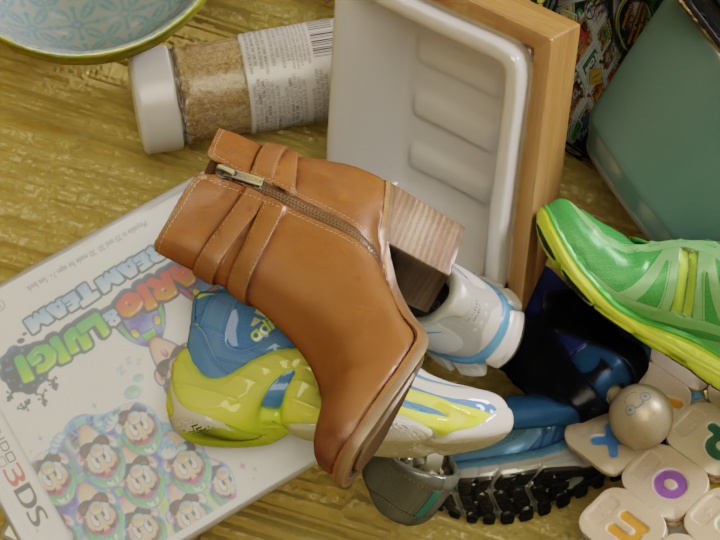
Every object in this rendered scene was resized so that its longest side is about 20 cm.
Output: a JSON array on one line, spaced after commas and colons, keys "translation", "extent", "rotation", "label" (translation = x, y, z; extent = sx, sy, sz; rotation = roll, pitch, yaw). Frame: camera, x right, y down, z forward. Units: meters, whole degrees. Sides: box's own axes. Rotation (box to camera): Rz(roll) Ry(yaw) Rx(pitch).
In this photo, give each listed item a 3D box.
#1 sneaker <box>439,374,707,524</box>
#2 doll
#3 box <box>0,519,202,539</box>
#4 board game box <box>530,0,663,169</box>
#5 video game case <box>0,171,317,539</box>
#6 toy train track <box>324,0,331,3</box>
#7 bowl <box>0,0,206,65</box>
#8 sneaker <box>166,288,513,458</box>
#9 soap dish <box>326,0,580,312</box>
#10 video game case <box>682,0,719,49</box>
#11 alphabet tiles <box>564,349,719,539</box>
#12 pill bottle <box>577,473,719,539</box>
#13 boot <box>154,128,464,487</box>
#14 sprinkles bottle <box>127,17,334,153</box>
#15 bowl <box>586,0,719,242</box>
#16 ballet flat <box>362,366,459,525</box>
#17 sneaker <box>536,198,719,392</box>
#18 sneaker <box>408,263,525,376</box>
[{"translation": [0.124, 0.100, 1.220], "extent": [0.198, 0.079, 0.091], "rotation": [-16, 60, -8], "label": "sneaker"}, {"translation": [0.117, 0.049, 1.182], "extent": [0.136, 0.049, 0.200], "rotation": [-38, 55, -18], "label": "doll"}, {"translation": [-0.127, 0.100, 1.161], "extent": [0.108, 0.128, 0.201], "rotation": [26, 79, 0], "label": "box"}, {"translation": [0.161, -0.180, 1.261], "extent": [0.104, 0.023, 0.202], "rotation": [29, 75, -34], "label": "board game box"}, {"translation": [-0.130, 0.069, 1.088], "extent": [0.199, 0.024, 0.183], "rotation": [-29, 85, -11], "label": "video game case"}, {"translation": [-0.057, -0.270, 1.223], "extent": [0.032, 0.115, 0.201], "rotation": [-26, 109, 16], "label": "toy train track"}, {"translation": [-0.178, -0.218, 1.226], "extent": [0.198, 0.108, 0.202], "rotation": [1, 78, -4], "label": "bowl"}, {"translation": [-0.009, 0.048, 1.060], "extent": [0.198, 0.076, 0.106], "rotation": [4, 75, -14], "label": "sneaker"}, {"translation": [0.056, -0.090, 1.158], "extent": [0.157, 0.202, 0.081], "rotation": [29, 44, 30], "label": "soap dish"}, {"translation": [0.246, -0.163, 1.195], "extent": [0.025, 0.200, 0.181], "rotation": [-35, 98, 23], "label": "video game case"}, {"translation": [0.229, 0.117, 1.136], "extent": [0.200, 0.015, 0.195], "rotation": [-41, 53, -20], "label": "alphabet tiles"}, {"translation": [0.242, 0.157, 1.185], "extent": [0.199, 0.112, 0.113], "rotation": [-29, 83, -9], "label": "pill bottle"}, {"translation": [-0.039, 0.015, 0.999], "extent": [0.153, 0.074, 0.201], "rotation": [23, 42, -3], "label": "boot"}, {"translation": [-0.052, -0.127, 1.239], "extent": [0.198, 0.068, 0.069], "rotation": [-10, 80, -6], "label": "sprinkles bottle"}, {"translation": [0.219, -0.066, 1.202], "extent": [0.105, 0.201, 0.201], "rotation": [-38, 84, 13], "label": "bowl"}, {"translation": [0.016, 0.062, 1.181], "extent": [0.067, 0.064, 0.201], "rotation": [4, 53, -34], "label": "ballet flat"}, {"translation": [0.193, 0.009, 1.128], "extent": [0.199, 0.074, 0.084], "rotation": [31, 95, -5], "label": "sneaker"}, {"translation": [0.000, 0.000, 1.132], "extent": [0.199, 0.087, 0.076], "rotation": [14, 77, 33], "label": "sneaker"}]
